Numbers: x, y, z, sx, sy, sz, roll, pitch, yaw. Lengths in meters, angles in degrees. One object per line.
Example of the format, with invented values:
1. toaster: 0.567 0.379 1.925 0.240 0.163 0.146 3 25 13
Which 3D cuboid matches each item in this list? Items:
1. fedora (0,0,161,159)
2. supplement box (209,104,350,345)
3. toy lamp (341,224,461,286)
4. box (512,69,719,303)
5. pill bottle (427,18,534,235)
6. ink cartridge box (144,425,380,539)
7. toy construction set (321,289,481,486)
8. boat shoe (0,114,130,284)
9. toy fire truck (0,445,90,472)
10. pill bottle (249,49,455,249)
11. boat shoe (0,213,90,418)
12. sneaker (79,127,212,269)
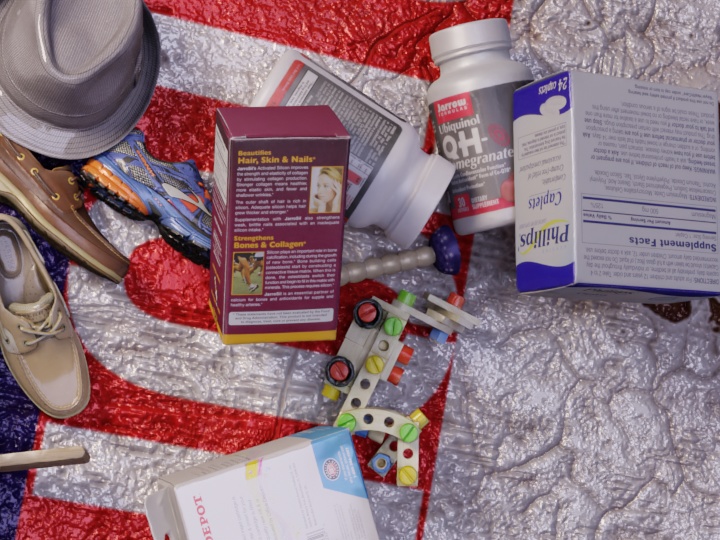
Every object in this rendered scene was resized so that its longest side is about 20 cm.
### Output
1. fedora: -0.263 -0.213 1.440 0.176 0.090 0.202 29 63 -12
2. supplement box: -0.076 -0.042 1.416 0.109 0.086 0.202 -2 115 -15
3. toy lamp: 0.000 0.000 1.542 0.198 0.058 0.059 -15 91 -15
4. box: 0.245 -0.075 1.493 0.182 0.105 0.203 4 82 -29
5. pill bottle: 0.128 -0.143 1.557 0.109 0.111 0.203 -12 90 -15
6. ink cartridge box: -0.099 0.236 1.466 0.198 0.125 0.130 -15 91 -15
7. toy construction set: 0.037 0.098 1.528 0.130 0.092 0.202 26 75 4
8. boat shoe: -0.288 -0.068 1.459 0.200 0.072 0.068 42 80 -7
9. toy fire truck: -0.344 0.204 1.375 0.128 0.176 0.201 40 77 -9
10. pill bottle: -0.015 -0.113 1.502 0.199 0.116 0.117 33 79 -3
11. boat shoe: -0.306 0.043 1.451 0.071 0.065 0.202 -20 92 -15
12. sneaker: -0.167 -0.066 1.493 0.199 0.075 0.079 34 76 -13
